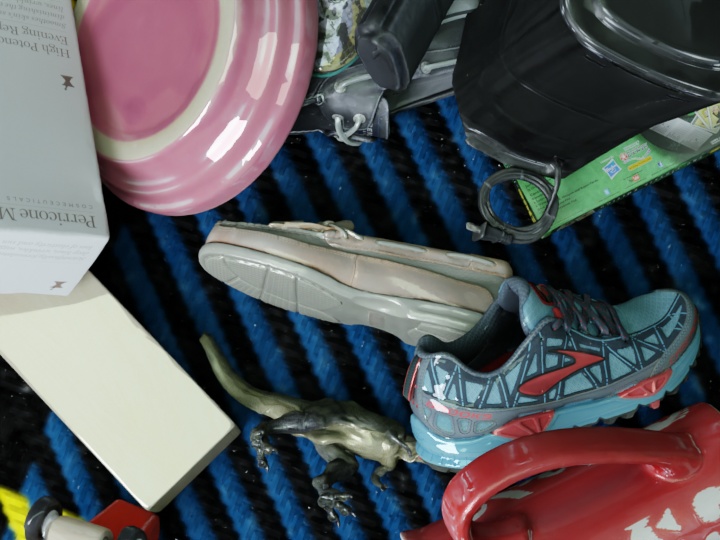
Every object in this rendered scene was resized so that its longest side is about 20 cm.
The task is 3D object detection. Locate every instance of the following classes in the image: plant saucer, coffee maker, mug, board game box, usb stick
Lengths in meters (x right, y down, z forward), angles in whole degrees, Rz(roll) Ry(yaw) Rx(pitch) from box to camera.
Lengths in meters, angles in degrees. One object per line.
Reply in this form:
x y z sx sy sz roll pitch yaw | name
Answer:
-0.116 -0.136 0.880 0.200 0.051 0.202 -8 77 36 | plant saucer
0.140 -0.122 0.805 0.134 0.200 0.193 -3 85 -13 | coffee maker
0.139 0.163 0.823 0.199 0.178 0.134 -26 69 -4 | mug
0.183 -0.111 0.922 0.199 0.023 0.105 -26 84 0 | board game box
0.050 -0.194 0.877 0.032 0.056 0.200 8 55 30 | usb stick

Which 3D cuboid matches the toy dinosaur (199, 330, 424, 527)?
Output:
-0.025 0.103 0.889 0.199 0.088 0.048 21 124 8 | toy dinosaur

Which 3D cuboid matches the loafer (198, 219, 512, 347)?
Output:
0.000 0.000 0.906 0.199 0.072 0.063 17 68 -1 | loafer

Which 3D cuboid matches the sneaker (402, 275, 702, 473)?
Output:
0.119 0.045 0.849 0.199 0.079 0.096 -23 115 -20 | sneaker

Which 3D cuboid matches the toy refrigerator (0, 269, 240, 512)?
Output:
-0.171 0.054 0.904 0.076 0.070 0.200 -44 84 -8 | toy refrigerator

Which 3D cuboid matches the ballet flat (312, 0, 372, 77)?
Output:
0.002 -0.211 0.885 0.072 0.072 0.201 24 60 6 | ballet flat

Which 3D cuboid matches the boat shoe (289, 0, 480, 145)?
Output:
-0.002 -0.113 0.912 0.199 0.072 0.068 -21 77 -6 | boat shoe

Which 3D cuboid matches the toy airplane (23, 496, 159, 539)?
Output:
-0.188 0.251 0.845 0.198 0.141 0.200 -21 51 -9 | toy airplane

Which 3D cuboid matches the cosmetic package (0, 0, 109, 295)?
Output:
-0.220 -0.090 0.857 0.101 0.074 0.201 4 58 -35 | cosmetic package
